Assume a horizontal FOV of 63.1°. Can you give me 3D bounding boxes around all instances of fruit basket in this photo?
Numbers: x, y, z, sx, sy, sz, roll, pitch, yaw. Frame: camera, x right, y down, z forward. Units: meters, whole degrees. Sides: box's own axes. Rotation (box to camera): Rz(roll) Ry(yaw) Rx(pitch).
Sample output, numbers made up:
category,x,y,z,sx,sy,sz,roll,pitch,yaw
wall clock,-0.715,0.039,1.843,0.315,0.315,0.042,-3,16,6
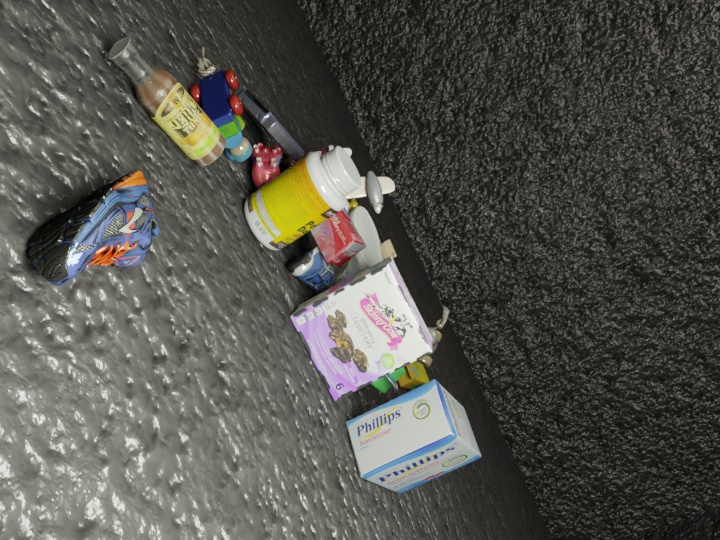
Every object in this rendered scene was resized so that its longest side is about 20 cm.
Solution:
category,x,y,z,sx,sy,sz,roll,pitch,yaw
fruit basket,0.005,0.134,1.153,0.203,0.093,0.185,56,-5,-3

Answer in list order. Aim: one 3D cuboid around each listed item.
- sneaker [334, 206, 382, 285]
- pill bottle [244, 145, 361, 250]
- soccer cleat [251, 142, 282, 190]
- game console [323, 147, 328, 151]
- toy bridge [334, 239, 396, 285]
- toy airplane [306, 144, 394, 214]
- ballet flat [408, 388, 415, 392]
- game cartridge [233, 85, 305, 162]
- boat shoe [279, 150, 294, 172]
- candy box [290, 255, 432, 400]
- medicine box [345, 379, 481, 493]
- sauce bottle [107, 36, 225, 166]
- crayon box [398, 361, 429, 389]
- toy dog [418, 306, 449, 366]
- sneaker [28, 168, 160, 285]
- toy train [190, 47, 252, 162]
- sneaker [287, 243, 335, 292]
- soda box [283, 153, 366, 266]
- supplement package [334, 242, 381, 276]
category,x,y,z,sx,sy,sz,roll,pitch,yaw
sneaker,-0.014,-0.016,1.165,0.073,0.113,0.206,-19,97,-49
pill bottle,-0.098,-0.128,1.015,0.110,0.197,0.111,49,21,-28
soccer cleat,-0.187,-0.199,1.163,0.201,0.065,0.079,-109,-155,-64
game console,-0.070,-0.188,1.472,0.175,0.116,0.200,64,13,5
toy bridge,0.000,0.000,1.224,0.027,0.197,0.069,-26,92,-51
toy airplane,-0.051,-0.154,1.196,0.198,0.201,0.141,38,8,-20
ballet flat,0.170,0.387,1.501,0.201,0.067,0.068,51,36,-30
game cartridge,-0.190,-0.308,1.241,0.200,0.038,0.130,49,-1,42
boat shoe,-0.133,-0.166,1.285,0.203,0.071,0.068,57,18,-7
candy box,0.004,0.100,1.015,0.171,0.196,0.072,61,13,-6
medicine box,0.099,0.303,1.050,0.200,0.179,0.105,46,20,-54
sauce bottle,-0.273,-0.235,0.834,0.200,0.063,0.066,49,19,-47
crayon box,0.121,0.248,1.569,0.130,0.050,0.200,69,12,22
toy dog,0.156,0.172,1.514,0.203,0.094,0.133,93,23,-53
sneaker,-0.237,-0.035,0.562,0.080,0.074,0.201,62,14,-21
toy train,-0.245,-0.299,1.056,0.117,0.082,0.204,64,7,-54
sneaker,-0.084,-0.003,1.133,0.079,0.074,0.200,63,11,2
soda box,-0.070,-0.112,1.096,0.203,0.069,0.063,61,15,18
supplement package,0.017,0.026,1.402,0.205,0.119,0.120,68,13,15
